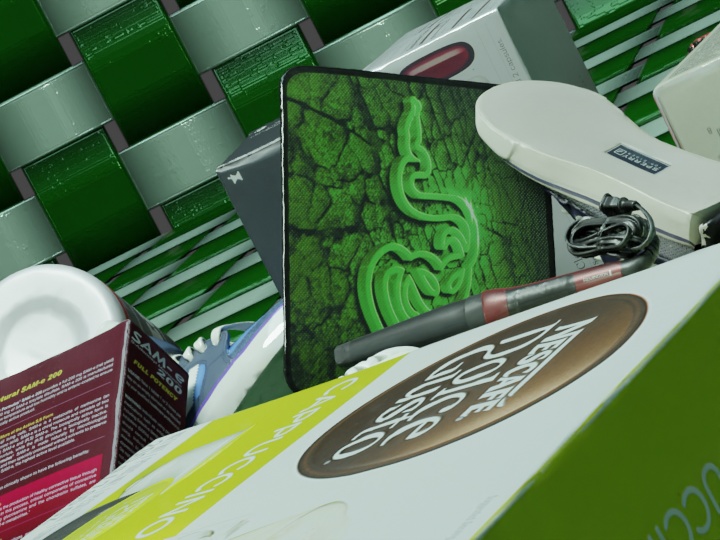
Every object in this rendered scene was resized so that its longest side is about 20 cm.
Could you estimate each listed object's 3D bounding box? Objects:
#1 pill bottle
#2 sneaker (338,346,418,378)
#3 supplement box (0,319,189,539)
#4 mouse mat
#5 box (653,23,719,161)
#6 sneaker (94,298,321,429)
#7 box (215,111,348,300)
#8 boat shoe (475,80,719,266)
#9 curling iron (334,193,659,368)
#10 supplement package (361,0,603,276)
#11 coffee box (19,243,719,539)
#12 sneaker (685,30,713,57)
[{"bbox_3d":[-0.173,0.078,1.531,0.114,0.114,0.200,-27,-23,6],"label":"pill bottle"},{"bbox_3d":[-0.001,0.115,1.122,0.081,0.075,0.200,-6,38,43],"label":"sneaker"},{"bbox_3d":[-0.155,0.134,1.238,0.109,0.061,0.201,-23,43,25],"label":"supplement box"},{"bbox_3d":[0.033,-0.019,1.298,0.160,0.201,0.008,4,-21,-15],"label":"mouse mat"},{"bbox_3d":[0.292,-0.121,1.521,0.128,0.109,0.200,-23,9,30],"label":"box"},{"bbox_3d":[-0.105,0.058,1.354,0.080,0.146,0.200,1,-52,-50],"label":"sneaker"},{"bbox_3d":[0.000,0.000,1.399,0.079,0.201,0.141,-26,9,13],"label":"box"},{"bbox_3d":[0.136,-0.031,1.278,0.074,0.093,0.200,-24,37,-27],"label":"boat shoe"},{"bbox_3d":[0.070,0.014,1.205,0.200,0.026,0.050,-26,38,29],"label":"curling iron"},{"bbox_3d":[0.100,-0.075,1.536,0.111,0.201,0.156,-25,9,20],"label":"supplement package"},{"bbox_3d":[0.011,0.140,0.483,0.197,0.201,0.200,-21,11,39],"label":"coffee box"},{"bbox_3d":[0.356,-0.201,1.926,0.082,0.078,0.200,-31,9,-31],"label":"sneaker"}]
